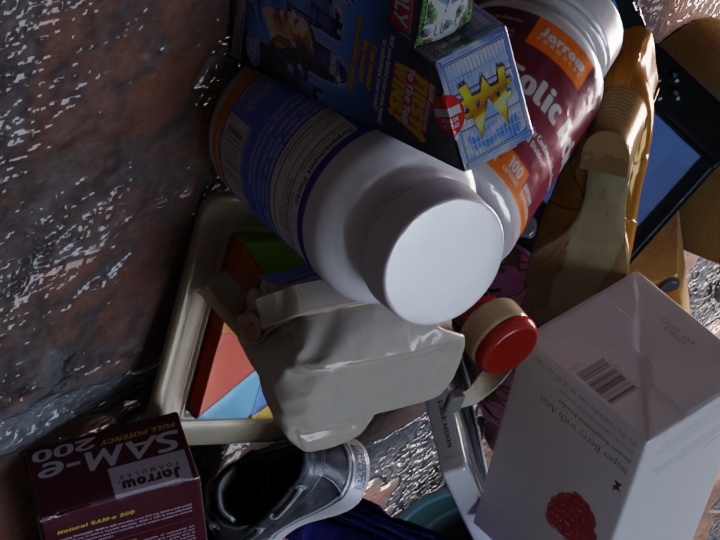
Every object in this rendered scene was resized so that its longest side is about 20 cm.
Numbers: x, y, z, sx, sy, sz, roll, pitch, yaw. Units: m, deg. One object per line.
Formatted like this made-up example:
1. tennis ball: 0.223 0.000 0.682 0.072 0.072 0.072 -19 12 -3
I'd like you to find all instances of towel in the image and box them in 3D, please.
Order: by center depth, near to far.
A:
1. towel: 0.017 0.201 1.674 0.148 0.199 0.050 14 98 -63

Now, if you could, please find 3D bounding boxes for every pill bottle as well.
1. pill bottle: 0.000 -0.050 1.321 0.112 0.200 0.113 -17 125 -26
2. pill bottle: 0.093 -0.107 1.472 0.200 0.114 0.114 -57 159 -33

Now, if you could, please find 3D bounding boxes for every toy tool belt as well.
1. toy tool belt: 0.005 0.026 1.424 0.199 0.123 0.125 -14 139 -33

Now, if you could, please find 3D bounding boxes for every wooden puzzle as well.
1. wooden puzzle: -0.046 0.039 1.490 0.184 0.037 0.201 1 120 -36

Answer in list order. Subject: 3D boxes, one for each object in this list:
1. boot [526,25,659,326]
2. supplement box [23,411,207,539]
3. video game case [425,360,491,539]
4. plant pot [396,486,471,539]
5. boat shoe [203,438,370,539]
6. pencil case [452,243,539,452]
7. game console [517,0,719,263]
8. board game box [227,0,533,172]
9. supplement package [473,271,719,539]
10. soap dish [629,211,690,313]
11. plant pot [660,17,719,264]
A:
1. boot: 0.177 -0.064 1.597 0.144 0.070 0.202 -64 169 -51
2. supplement box: -0.160 0.188 1.498 0.108 0.061 0.200 -14 142 -11
3. video game case: 0.072 0.110 1.690 0.023 0.183 0.200 -15 150 6
4. plant pot: 0.126 0.299 1.979 0.201 0.200 0.196 -53 160 2
5. boat shoe: -0.080 0.164 1.566 0.068 0.072 0.200 12 154 -38
6. pencil case: 0.117 0.067 1.691 0.086 0.083 0.201 -30 133 -12
7. game console: 0.177 -0.101 1.656 0.200 0.171 0.118 -47 179 -8
8. board game box: 0.017 -0.158 1.246 0.062 0.200 0.201 -30 146 -34
9. supplement package: 0.176 0.127 1.562 0.120 0.121 0.201 -28 145 -34
10. soap dish: 0.194 0.032 1.802 0.157 0.082 0.200 -16 148 3
11. plant pot: 0.318 -0.076 1.802 0.186 0.200 0.187 -35 147 -27
